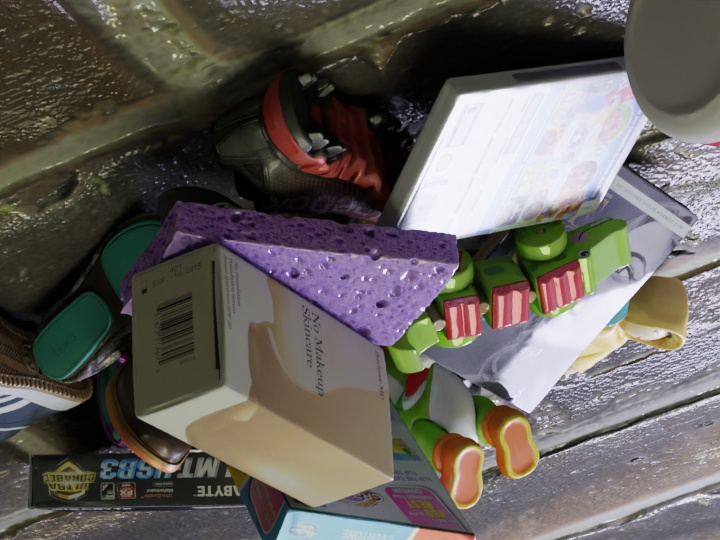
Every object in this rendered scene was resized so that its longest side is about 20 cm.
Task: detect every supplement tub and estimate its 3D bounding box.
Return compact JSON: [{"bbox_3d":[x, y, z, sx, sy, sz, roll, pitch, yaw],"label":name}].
[{"bbox_3d":[0.280,-0.140,1.398,0.199,0.141,0.140,6,147,-33],"label":"supplement tub"}]

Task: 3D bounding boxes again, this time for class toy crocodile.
[{"bbox_3d":[0.104,0.014,1.563,0.199,0.062,0.068,-18,128,-14],"label":"toy crocodile"}]

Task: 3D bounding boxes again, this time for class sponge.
[{"bbox_3d":[-0.047,0.004,1.444,0.199,0.030,0.112,7,148,-22],"label":"sponge"}]

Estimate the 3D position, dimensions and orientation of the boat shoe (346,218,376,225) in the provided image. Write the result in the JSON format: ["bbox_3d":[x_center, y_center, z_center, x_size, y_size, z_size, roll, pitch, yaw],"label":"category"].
[{"bbox_3d":[0.000,0.000,1.616,0.070,0.070,0.201,22,121,-15],"label":"boat shoe"}]

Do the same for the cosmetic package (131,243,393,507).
[{"bbox_3d":[-0.061,0.071,1.427,0.071,0.106,0.200,-20,150,27],"label":"cosmetic package"}]

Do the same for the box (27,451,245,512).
[{"bbox_3d":[-0.152,0.169,1.766,0.198,0.050,0.199,-2,175,2],"label":"box"}]

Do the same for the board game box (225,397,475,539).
[{"bbox_3d":[-0.022,0.142,1.603,0.152,0.200,0.041,12,114,-26],"label":"board game box"}]

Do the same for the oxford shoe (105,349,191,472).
[{"bbox_3d":[-0.131,0.069,1.571,0.071,0.200,0.073,35,115,-17],"label":"oxford shoe"}]

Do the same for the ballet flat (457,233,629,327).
[{"bbox_3d":[0.120,-0.003,1.671,0.199,0.072,0.072,11,143,-37],"label":"ballet flat"}]

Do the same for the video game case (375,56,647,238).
[{"bbox_3d":[0.111,-0.080,1.481,0.199,0.018,0.144,-11,141,-37],"label":"video game case"}]

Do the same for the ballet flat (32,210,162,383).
[{"bbox_3d":[-0.162,0.011,1.571,0.072,0.072,0.200,10,145,-38],"label":"ballet flat"}]

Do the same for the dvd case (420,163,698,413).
[{"bbox_3d":[0.143,0.006,1.633,0.148,0.016,0.200,29,105,-42],"label":"dvd case"}]

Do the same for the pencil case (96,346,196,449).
[{"bbox_3d":[-0.102,0.096,1.718,0.199,0.085,0.093,0,134,-22],"label":"pencil case"}]

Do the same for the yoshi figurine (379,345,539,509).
[{"bbox_3d":[0.050,0.131,1.744,0.112,0.200,0.112,31,89,-39],"label":"yoshi figurine"}]

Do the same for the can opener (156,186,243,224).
[{"bbox_3d":[-0.051,-0.013,1.509,0.053,0.067,0.199,-38,139,26],"label":"can opener"}]

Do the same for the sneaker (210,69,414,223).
[{"bbox_3d":[-0.028,-0.071,1.461,0.097,0.071,0.200,-19,157,25],"label":"sneaker"}]

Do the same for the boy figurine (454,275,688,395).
[{"bbox_3d":[0.172,0.056,1.800,0.198,0.065,0.125,-13,150,5],"label":"boy figurine"}]

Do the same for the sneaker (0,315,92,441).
[{"bbox_3d":[-0.294,0.080,1.616,0.108,0.071,0.200,-27,153,19],"label":"sneaker"}]
